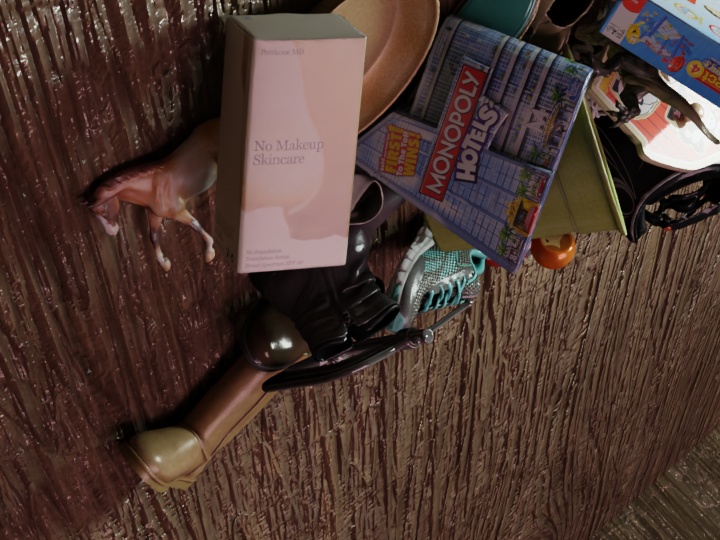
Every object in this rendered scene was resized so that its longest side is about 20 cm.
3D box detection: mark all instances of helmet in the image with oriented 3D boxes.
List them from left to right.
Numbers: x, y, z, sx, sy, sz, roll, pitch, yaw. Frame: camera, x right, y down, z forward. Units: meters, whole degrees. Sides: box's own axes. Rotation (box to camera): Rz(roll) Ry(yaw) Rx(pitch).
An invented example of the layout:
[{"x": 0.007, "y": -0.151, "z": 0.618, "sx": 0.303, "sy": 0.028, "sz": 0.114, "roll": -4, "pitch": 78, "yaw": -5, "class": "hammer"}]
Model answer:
[{"x": 0.344, "y": -0.148, "z": 1.949, "sx": 0.198, "sy": 0.192, "sz": 0.201, "roll": -15, "pitch": 148, "yaw": -10, "class": "helmet"}]

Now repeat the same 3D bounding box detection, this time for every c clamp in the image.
[{"x": -0.003, "y": 0.087, "z": 1.702, "sx": 0.170, "sy": 0.027, "sz": 0.199, "roll": -30, "pitch": -170, "yaw": -41, "class": "c clamp"}]

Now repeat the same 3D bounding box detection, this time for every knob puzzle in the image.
[{"x": 0.344, "y": -0.196, "z": 1.812, "sx": 0.219, "sy": 0.222, "sz": 0.030, "roll": -24, "pitch": 180, "yaw": -40, "class": "knob puzzle"}]

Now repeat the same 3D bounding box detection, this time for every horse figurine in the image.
[{"x": -0.131, "y": -0.077, "z": 1.435, "sx": 0.199, "sy": 0.050, "sz": 0.133, "roll": -32, "pitch": 134, "yaw": -3, "class": "horse figurine"}]

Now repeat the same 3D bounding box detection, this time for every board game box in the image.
[{"x": 0.093, "y": -0.129, "z": 1.588, "sx": 0.062, "sy": 0.198, "sz": 0.202, "roll": -45, "pitch": 155, "yaw": -70, "class": "board game box"}, {"x": 0.352, "y": -0.245, "z": 1.718, "sx": 0.056, "sy": 0.195, "sz": 0.200, "roll": -58, "pitch": 179, "yaw": 29, "class": "board game box"}]

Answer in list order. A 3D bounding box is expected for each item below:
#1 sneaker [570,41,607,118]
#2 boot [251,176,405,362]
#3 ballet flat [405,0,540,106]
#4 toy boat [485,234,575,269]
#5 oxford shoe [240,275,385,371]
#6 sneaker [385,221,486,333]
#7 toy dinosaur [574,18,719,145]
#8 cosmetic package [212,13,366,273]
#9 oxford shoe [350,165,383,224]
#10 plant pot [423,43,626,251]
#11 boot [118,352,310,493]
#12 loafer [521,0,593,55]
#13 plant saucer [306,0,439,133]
[{"x": 0.228, "y": -0.193, "z": 1.826, "sx": 0.199, "sy": 0.081, "sz": 0.075, "roll": -35, "pitch": 156, "yaw": -20, "class": "sneaker"}, {"x": 0.000, "y": 0.000, "z": 1.693, "sx": 0.199, "sy": 0.132, "sz": 0.070, "roll": -39, "pitch": 155, "yaw": -13, "class": "boot"}, {"x": 0.108, "y": -0.218, "z": 1.629, "sx": 0.201, "sy": 0.070, "sz": 0.065, "roll": -52, "pitch": -178, "yaw": 20, "class": "ballet flat"}, {"x": 0.195, "y": -0.054, "z": 1.928, "sx": 0.131, "sy": 0.131, "sz": 0.200, "roll": -45, "pitch": 157, "yaw": -1, "class": "toy boat"}, {"x": -0.048, "y": 0.043, "z": 1.733, "sx": 0.084, "sy": 0.073, "sz": 0.199, "roll": -25, "pitch": -176, "yaw": 43, "class": "oxford shoe"}, {"x": 0.086, "y": 0.009, "z": 1.823, "sx": 0.200, "sy": 0.090, "sz": 0.078, "roll": -57, "pitch": 169, "yaw": -51, "class": "sneaker"}, {"x": 0.268, "y": -0.187, "z": 1.658, "sx": 0.088, "sy": 0.200, "sz": 0.048, "roll": -19, "pitch": 147, "yaw": -34, "class": "toy dinosaur"}, {"x": -0.060, "y": -0.105, "z": 1.378, "sx": 0.104, "sy": 0.071, "sz": 0.202, "roll": -6, "pitch": 116, "yaw": -22, "class": "cosmetic package"}, {"x": -0.042, "y": -0.072, "z": 1.604, "sx": 0.199, "sy": 0.058, "sz": 0.075, "roll": -5, "pitch": 137, "yaw": -54, "class": "oxford shoe"}, {"x": 0.152, "y": -0.105, "z": 1.699, "sx": 0.188, "sy": 0.202, "sz": 0.200, "roll": -17, "pitch": 159, "yaw": 10, "class": "plant pot"}, {"x": -0.153, "y": 0.140, "z": 1.761, "sx": 0.200, "sy": 0.066, "sz": 0.175, "roll": -46, "pitch": 169, "yaw": 3, "class": "boot"}, {"x": 0.190, "y": -0.261, "z": 1.666, "sx": 0.076, "sy": 0.067, "sz": 0.201, "roll": -38, "pitch": 155, "yaw": -15, "class": "loafer"}, {"x": -0.015, "y": -0.189, "z": 1.485, "sx": 0.199, "sy": 0.035, "sz": 0.201, "roll": -36, "pitch": 155, "yaw": -19, "class": "plant saucer"}]
